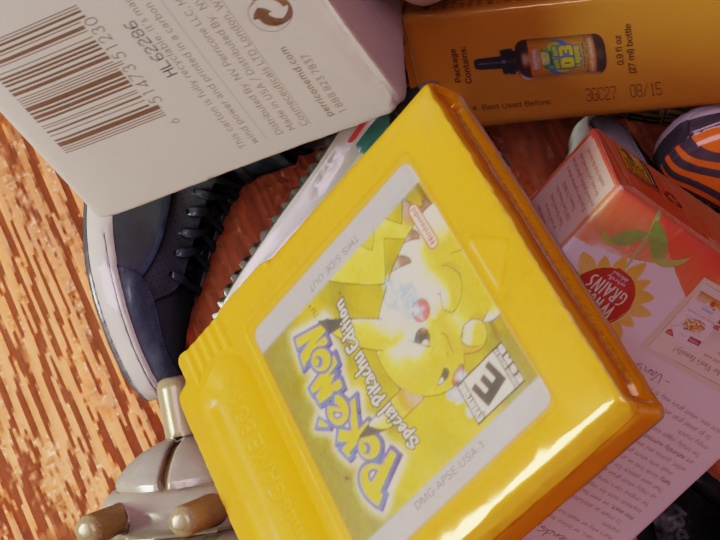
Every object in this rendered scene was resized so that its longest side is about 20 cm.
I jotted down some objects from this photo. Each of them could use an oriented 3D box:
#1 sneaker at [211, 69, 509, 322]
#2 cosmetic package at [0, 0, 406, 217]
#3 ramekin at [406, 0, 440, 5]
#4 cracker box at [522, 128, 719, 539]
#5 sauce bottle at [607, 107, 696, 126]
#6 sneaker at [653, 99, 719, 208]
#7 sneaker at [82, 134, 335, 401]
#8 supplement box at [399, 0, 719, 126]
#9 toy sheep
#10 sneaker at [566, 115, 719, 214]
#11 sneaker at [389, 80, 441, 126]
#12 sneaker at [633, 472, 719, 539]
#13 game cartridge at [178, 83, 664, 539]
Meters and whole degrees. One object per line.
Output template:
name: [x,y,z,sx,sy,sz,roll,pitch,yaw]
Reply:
sneaker: [0.000,0.000,0.757,0.093,0.070,0.200,33,89,13]
cosmetic package: [-0.089,-0.169,0.676,0.166,0.167,0.200,-19,47,20]
ramekin: [0.030,-0.225,0.639,0.094,0.202,0.203,-20,80,20]
cracker box: [0.094,0.053,0.661,0.134,0.058,0.200,31,114,-22]
sauce bottle: [0.139,-0.112,0.774,0.199,0.065,0.065,10,83,9]
sneaker: [0.240,-0.017,0.705,0.199,0.078,0.112,8,59,-12]
sneaker: [-0.069,-0.039,0.777,0.146,0.077,0.203,-8,80,7]
supplement box: [0.122,-0.116,0.699,0.199,0.069,0.067,-5,125,13]
toy sheep: [-0.077,0.152,0.722,0.137,0.138,0.201,-4,90,5]
sneaker: [0.176,0.000,0.754,0.077,0.078,0.200,-32,83,-13]
sneaker: [0.008,0.014,0.696,0.106,0.075,0.201,-10,115,-6]
sneaker: [0.182,0.170,0.702,0.080,0.115,0.200,-34,80,1]
game cartridge: [0.009,0.050,0.621,0.200,0.032,0.177,-46,55,25]
